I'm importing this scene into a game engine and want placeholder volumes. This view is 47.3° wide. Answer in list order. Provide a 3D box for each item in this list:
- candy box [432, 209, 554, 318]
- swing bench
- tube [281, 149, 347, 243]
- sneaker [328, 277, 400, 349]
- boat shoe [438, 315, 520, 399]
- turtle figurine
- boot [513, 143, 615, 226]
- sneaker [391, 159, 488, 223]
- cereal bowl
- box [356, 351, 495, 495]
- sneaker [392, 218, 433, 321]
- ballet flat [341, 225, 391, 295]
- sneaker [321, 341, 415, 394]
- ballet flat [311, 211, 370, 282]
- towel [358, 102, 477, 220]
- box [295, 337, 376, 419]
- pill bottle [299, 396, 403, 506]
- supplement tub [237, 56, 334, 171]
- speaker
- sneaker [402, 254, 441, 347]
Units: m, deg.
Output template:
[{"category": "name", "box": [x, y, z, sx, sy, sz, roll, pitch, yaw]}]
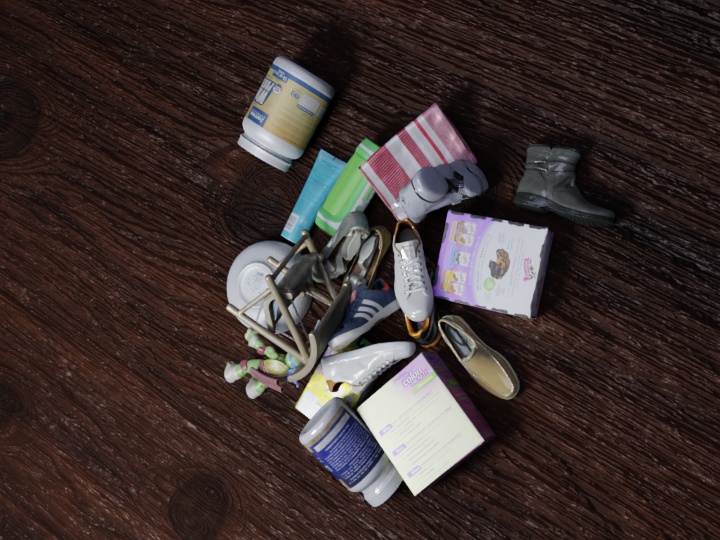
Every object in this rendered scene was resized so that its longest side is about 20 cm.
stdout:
[{"category": "candy box", "box": [0.250, -0.011, 1.560, 0.197, 0.071, 0.171, 12, 90, 24]}, {"category": "swing bench", "box": [-0.116, 0.067, 1.587, 0.129, 0.199, 0.201, -33, 104, 33]}, {"category": "tube", "box": [-0.101, -0.152, 1.740, 0.077, 0.050, 0.202, 29, 92, 18]}, {"category": "sneaker", "box": [-0.006, 0.080, 1.601, 0.085, 0.199, 0.075, 55, 136, 3]}, {"category": "boat shoe", "box": [0.216, 0.167, 1.557, 0.200, 0.076, 0.072, 43, 102, 20]}, {"category": "turtle figurine", "box": [-0.181, 0.172, 1.709, 0.193, 0.143, 0.203, -30, 65, 34]}, {"category": "boot", "box": [0.387, -0.163, 1.521, 0.197, 0.068, 0.133, 18, 87, 22]}, {"category": "sneaker", "box": [0.149, -0.151, 1.574, 0.115, 0.198, 0.076, -35, 71, 46]}, {"category": "cereal bowl", "box": [-0.204, 0.034, 1.747, 0.197, 0.083, 0.204, -2, 85, 24]}, {"category": "box", "box": [0.125, 0.290, 1.576, 0.176, 0.096, 0.201, -42, 72, 15]}, {"category": "sneaker", "box": [0.091, -0.005, 1.559, 0.072, 0.085, 0.203, -13, 61, 7]}, {"category": "ballet flat", "box": [0.000, 0.000, 1.671, 0.068, 0.063, 0.203, 23, 95, 21]}, {"category": "sneaker", "box": [0.021, 0.190, 1.589, 0.197, 0.073, 0.086, -17, 75, 25]}, {"category": "ballet flat", "box": [-0.042, -0.031, 1.656, 0.201, 0.066, 0.064, -57, 39, 34]}, {"category": "towel", "box": [0.113, -0.209, 1.616, 0.199, 0.023, 0.145, -38, 101, 9]}, {"category": "box", "box": [-0.037, 0.224, 1.678, 0.117, 0.048, 0.202, 33, 100, 21]}, {"category": "pill bottle", "box": [-0.014, 0.352, 1.593, 0.200, 0.116, 0.116, 45, 103, -4]}, {"category": "supplement tub", "box": [-0.158, -0.326, 1.723, 0.144, 0.144, 0.202, 33, 98, 22]}, {"category": "speaker", "box": [-0.012, -0.165, 1.679, 0.088, 0.088, 0.202, 36, 100, 21]}, {"category": "sneaker", "box": [0.113, 0.048, 1.612, 0.077, 0.077, 0.203, -17, 77, 23]}]
